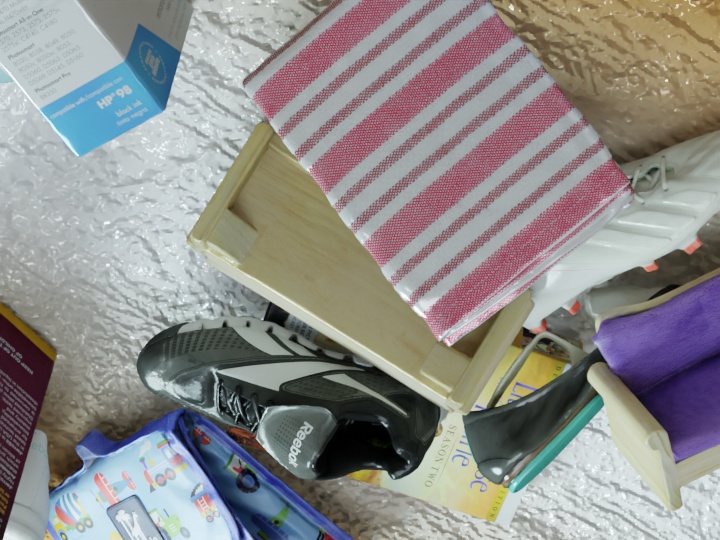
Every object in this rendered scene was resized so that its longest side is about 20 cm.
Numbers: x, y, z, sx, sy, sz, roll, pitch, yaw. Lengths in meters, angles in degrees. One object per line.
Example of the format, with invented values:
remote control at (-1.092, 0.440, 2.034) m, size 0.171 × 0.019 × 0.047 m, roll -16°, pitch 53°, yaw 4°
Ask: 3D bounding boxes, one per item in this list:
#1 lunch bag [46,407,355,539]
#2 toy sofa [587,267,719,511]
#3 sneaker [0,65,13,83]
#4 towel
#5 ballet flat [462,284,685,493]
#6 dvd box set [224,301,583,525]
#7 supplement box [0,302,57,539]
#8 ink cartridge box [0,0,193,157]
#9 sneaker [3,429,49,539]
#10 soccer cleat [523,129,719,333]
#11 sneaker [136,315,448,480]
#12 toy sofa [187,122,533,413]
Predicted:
lunch bag at (-0.112, 0.178, 1.810) m, size 0.200 × 0.094 × 0.150 m, roll 48°, pitch 131°, yaw -12°
toy sofa at (0.241, 0.049, 1.625) m, size 0.199 × 0.083 × 0.098 m, roll -24°, pitch 126°, yaw -10°
sneaker at (-0.284, -0.166, 1.586) m, size 0.130 × 0.080 × 0.200 m, roll -34°, pitch 106°, yaw 25°
towel at (0.045, -0.077, 1.572) m, size 0.146 × 0.030 × 0.200 m, roll -38°, pitch 87°, yaw 4°
ballet flat at (0.145, 0.053, 1.679) m, size 0.200 × 0.068 × 0.069 m, roll -37°, pitch 76°, yaw -6°
dvd box set at (0.026, 0.078, 1.752) m, size 0.199 × 0.029 × 0.147 m, roll 18°, pitch 126°, yaw -6°
supplement box at (-0.272, 0.113, 1.707) m, size 0.110 × 0.200 × 0.086 m, roll -34°, pitch 116°, yaw 27°
ink cartridge box at (-0.183, -0.179, 1.539) m, size 0.066 × 0.116 × 0.200 m, roll -25°, pitch 120°, yaw 23°
sneaker at (-0.240, 0.156, 1.808) m, size 0.075 × 0.089 × 0.200 m, roll 22°, pitch 157°, yaw -17°
soccer cleat at (0.146, -0.033, 1.637) m, size 0.200 × 0.069 × 0.078 m, roll -33°, pitch 113°, yaw 30°
sneaker at (-0.044, 0.084, 1.690) m, size 0.199 × 0.091 × 0.067 m, roll 12°, pitch 126°, yaw 0°
toy sofa at (0.000, 0.000, 1.639) m, size 0.199 × 0.098 × 0.083 m, roll 32°, pitch 85°, yaw 3°
